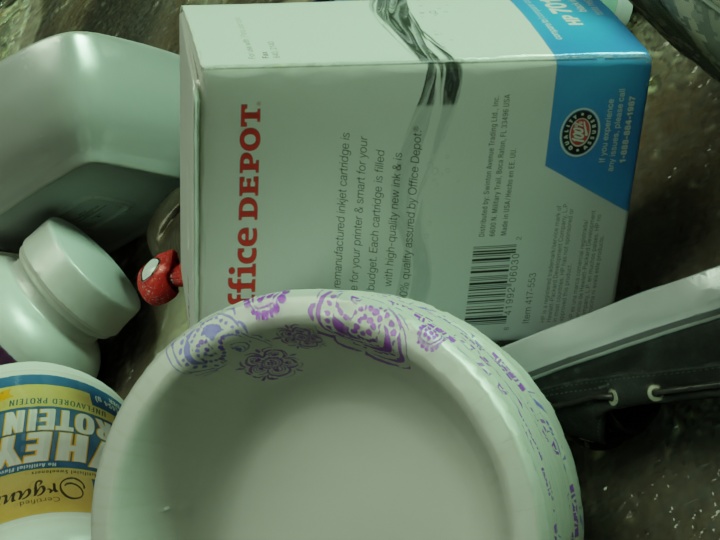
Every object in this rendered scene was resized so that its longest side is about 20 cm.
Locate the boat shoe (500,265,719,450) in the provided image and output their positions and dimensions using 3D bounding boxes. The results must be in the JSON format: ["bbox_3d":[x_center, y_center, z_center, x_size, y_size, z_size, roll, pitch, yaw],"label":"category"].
[{"bbox_3d":[0.108,0.048,0.707,0.200,0.069,0.057,-27,76,48],"label":"boat shoe"}]

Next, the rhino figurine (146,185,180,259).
[{"bbox_3d":[-0.064,-0.018,0.976,0.200,0.060,0.088,22,80,53],"label":"rhino figurine"}]

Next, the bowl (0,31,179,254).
[{"bbox_3d":[-0.186,-0.069,1.071,0.200,0.200,0.075,-28,70,28],"label":"bowl"}]

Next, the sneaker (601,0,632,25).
[{"bbox_3d":[0.077,-0.223,0.899,0.074,0.118,0.201,-34,65,35],"label":"sneaker"}]

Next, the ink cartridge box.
[{"bbox_3d":[0.019,-0.045,0.743,0.200,0.147,0.086,-2,31,-11],"label":"ink cartridge box"}]

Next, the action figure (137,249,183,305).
[{"bbox_3d":[-0.036,-0.049,0.814,0.200,0.065,0.052,-42,77,9],"label":"action figure"}]

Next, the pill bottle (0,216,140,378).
[{"bbox_3d":[-0.241,0.062,1.047,0.200,0.112,0.112,-43,33,8],"label":"pill bottle"}]

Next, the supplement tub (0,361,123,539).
[{"bbox_3d":[-0.165,0.156,0.833,0.145,0.145,0.200,-42,34,8],"label":"supplement tub"}]

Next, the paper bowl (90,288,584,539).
[{"bbox_3d":[-0.005,0.108,0.687,0.200,0.104,0.201,0,90,22],"label":"paper bowl"}]

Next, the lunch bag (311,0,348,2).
[{"bbox_3d":[0.009,-0.133,0.955,0.160,0.076,0.200,-36,14,19],"label":"lunch bag"}]

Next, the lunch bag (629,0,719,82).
[{"bbox_3d":[0.222,-0.158,0.722,0.200,0.139,0.168,-45,32,5],"label":"lunch bag"}]
